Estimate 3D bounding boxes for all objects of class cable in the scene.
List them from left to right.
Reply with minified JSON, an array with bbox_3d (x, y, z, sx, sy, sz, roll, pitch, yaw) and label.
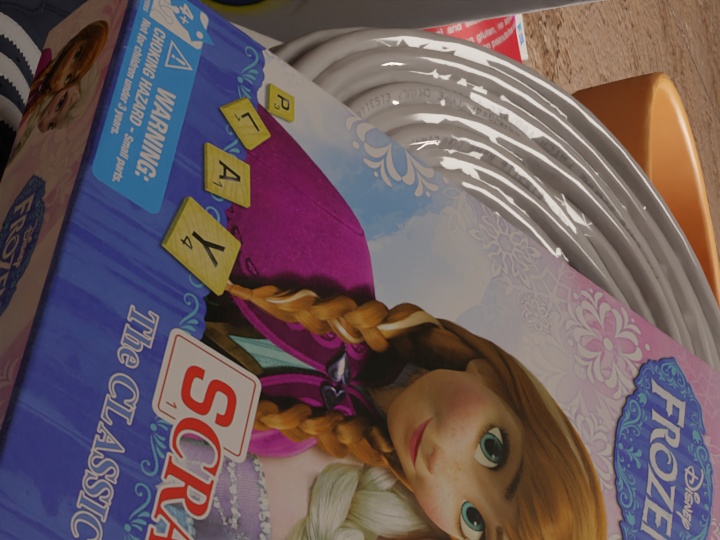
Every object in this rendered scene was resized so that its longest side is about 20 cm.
[{"bbox_3d":[0.022,0.030,0.728,0.200,0.069,0.200,16,53,-41],"label":"cable"}]

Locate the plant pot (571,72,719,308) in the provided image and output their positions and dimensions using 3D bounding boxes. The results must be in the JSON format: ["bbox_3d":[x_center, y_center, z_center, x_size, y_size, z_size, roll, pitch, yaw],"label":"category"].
[{"bbox_3d":[0.082,0.019,1.212,0.200,0.140,0.200,-8,90,-76],"label":"plant pot"}]

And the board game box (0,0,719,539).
[{"bbox_3d":[-0.003,0.062,0.596,0.199,0.041,0.200,34,46,-26],"label":"board game box"}]

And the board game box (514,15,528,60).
[{"bbox_3d":[0.019,-0.188,1.244,0.200,0.056,0.196,-22,104,-75],"label":"board game box"}]

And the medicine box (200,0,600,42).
[{"bbox_3d":[-0.003,-0.174,0.866,0.103,0.200,0.182,-61,141,-66],"label":"medicine box"}]

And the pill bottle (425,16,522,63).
[{"bbox_3d":[-0.001,-0.103,1.014,0.112,0.112,0.200,-57,137,-68],"label":"pill bottle"}]

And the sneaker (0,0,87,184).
[{"bbox_3d":[-0.108,-0.055,0.663,0.200,0.070,0.109,-76,160,-70],"label":"sneaker"}]

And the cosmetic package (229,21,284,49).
[{"bbox_3d":[0.000,0.000,0.844,0.200,0.074,0.102,18,61,-35],"label":"cosmetic package"}]
